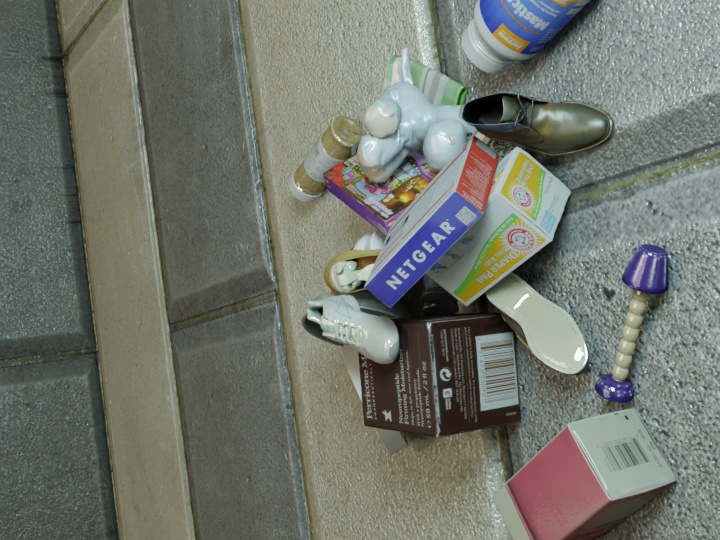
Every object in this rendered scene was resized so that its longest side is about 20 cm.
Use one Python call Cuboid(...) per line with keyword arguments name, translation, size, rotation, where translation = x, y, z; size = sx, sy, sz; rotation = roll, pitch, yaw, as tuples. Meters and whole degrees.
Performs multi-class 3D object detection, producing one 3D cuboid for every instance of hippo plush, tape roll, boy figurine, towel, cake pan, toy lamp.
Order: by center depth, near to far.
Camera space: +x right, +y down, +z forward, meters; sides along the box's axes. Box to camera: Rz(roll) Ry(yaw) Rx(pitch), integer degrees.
Cuboid(name="toy lamp", translation=(0.341, 0.065, 1.198), size=(0.058, 0.058, 0.202), rotation=(39, 127, 48))
Cuboid(name="hippo plush", translation=(0.097, -0.202, 1.457), size=(0.160, 0.201, 0.160), rotation=(20, 135, 9))
Cuboid(name="boy figurine", translation=(0.116, -0.028, 1.485), size=(0.125, 0.064, 0.201), rotation=(82, -173, -55))
Cuboid(name="towel", translation=(0.093, -0.259, 1.567), size=(0.200, 0.030, 0.150), rotation=(38, 126, 49))
Cuboid(name="cake pan", translation=(0.000, 0.085, 1.623), size=(0.200, 0.199, 0.037), rotation=(-30, 46, 55))
Cuboid(name="tape roll", translation=(0.024, 0.213, 1.624), size=(0.203, 0.037, 0.204), rotation=(-25, -90, -89))

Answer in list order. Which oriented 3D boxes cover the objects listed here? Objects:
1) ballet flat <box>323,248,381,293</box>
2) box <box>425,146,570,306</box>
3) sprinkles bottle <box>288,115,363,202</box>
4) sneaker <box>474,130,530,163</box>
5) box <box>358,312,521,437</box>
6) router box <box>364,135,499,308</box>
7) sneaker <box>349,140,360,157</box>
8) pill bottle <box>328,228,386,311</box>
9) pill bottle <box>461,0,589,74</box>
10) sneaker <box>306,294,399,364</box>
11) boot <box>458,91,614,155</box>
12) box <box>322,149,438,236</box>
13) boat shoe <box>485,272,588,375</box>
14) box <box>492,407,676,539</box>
Cuboid(name="ballet flat", translation=(0.000, 0.000, 1.484), size=(0.199, 0.063, 0.069), rotation=(-17, 97, 43))
Cuboid(name="box", translation=(0.183, -0.059, 1.336), size=(0.101, 0.113, 0.200), rotation=(38, 137, -8))
Cuboid(name="sprinkles bottle", translation=(-0.067, -0.205, 1.789), size=(0.200, 0.068, 0.069), rotation=(-46, 57, 50))
Cuboid(name="sneaker", translation=(0.190, -0.121, 1.401), size=(0.089, 0.076, 0.201), rotation=(44, 132, 35))
Cuboid(name="box", translation=(0.117, 0.154, 1.458), size=(0.199, 0.163, 0.168), rotation=(-6, 89, 57))
Cuboid(name="router box", translation=(0.098, -0.068, 1.310), size=(0.200, 0.049, 0.180), rotation=(-47, 10, 33))
Cuboid(name="sneaker", translation=(0.050, -0.134, 1.634), size=(0.201, 0.075, 0.079), rotation=(60, 167, 26))
Cuboid(name="pill bottle", translation=(0.025, 0.000, 1.609), size=(0.200, 0.109, 0.110), rotation=(134, 124, -61))
Cuboid(name="pill bottle", translation=(0.221, -0.353, 1.277), size=(0.200, 0.111, 0.113), rotation=(-44, 58, 51))
Cuboid(name="sneaker", translation=(-0.014, 0.091, 1.435), size=(0.200, 0.080, 0.071), rotation=(27, 112, 53))
Cuboid(name="boot", translation=(0.227, -0.194, 1.265), size=(0.199, 0.097, 0.075), rotation=(8, 95, 37))
Cuboid(name="box", translation=(0.046, -0.138, 1.524), size=(0.200, 0.136, 0.039), rotation=(40, 157, 48))
Cuboid(name="boat shoe", translation=(0.251, 0.078, 1.336), size=(0.072, 0.060, 0.200), rotation=(-44, 50, 1))
Cuboid(name="box", translation=(0.286, 0.283, 1.244), size=(0.109, 0.127, 0.200), rotation=(63, 142, 29))
